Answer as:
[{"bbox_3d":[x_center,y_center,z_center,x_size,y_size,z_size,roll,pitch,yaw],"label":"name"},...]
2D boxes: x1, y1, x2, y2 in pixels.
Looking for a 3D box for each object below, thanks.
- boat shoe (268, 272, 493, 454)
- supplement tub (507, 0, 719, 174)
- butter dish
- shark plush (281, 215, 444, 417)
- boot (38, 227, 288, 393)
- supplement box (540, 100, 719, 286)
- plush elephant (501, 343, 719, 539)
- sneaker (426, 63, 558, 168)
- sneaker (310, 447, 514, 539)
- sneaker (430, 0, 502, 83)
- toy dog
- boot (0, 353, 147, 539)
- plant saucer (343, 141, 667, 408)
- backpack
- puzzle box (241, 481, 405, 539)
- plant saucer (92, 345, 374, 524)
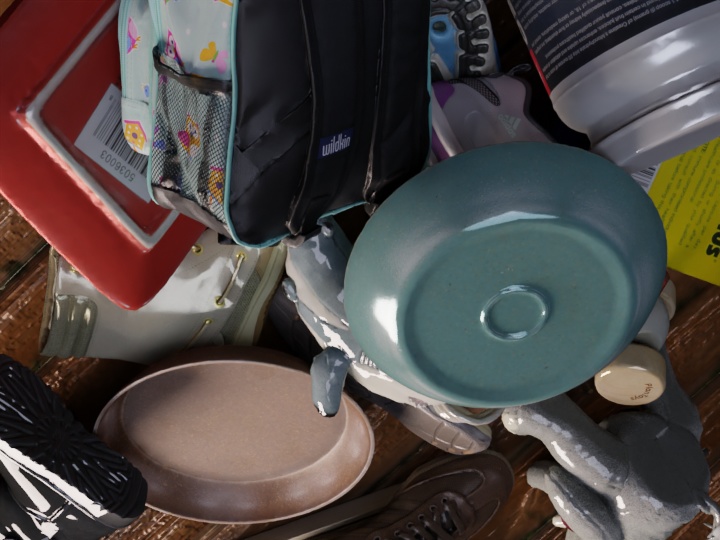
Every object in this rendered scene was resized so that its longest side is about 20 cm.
[{"bbox_3d":[0.020,0.056,1.138,0.199,0.076,0.072,36,68,-18],"label":"boat shoe"},{"bbox_3d":[0.160,-0.171,0.946,0.139,0.140,0.201,-23,84,0],"label":"supplement tub"},{"bbox_3d":[-0.173,-0.113,0.999,0.200,0.147,0.200,-55,133,-18],"label":"butter dish"},{"bbox_3d":[0.000,0.000,1.034,0.091,0.083,0.201,-25,97,-45],"label":"shark plush"},{"bbox_3d":[-0.132,-0.017,1.074,0.153,0.072,0.201,12,113,-18],"label":"boot"},{"bbox_3d":[0.229,-0.063,1.098,0.199,0.109,0.110,19,106,-15],"label":"supplement box"},{"bbox_3d":[0.188,0.167,1.170,0.200,0.164,0.155,50,139,11],"label":"plush elephant"},{"bbox_3d":[0.103,-0.033,1.001,0.139,0.078,0.202,-14,100,5],"label":"sneaker"},{"bbox_3d":[0.032,0.207,1.160,0.199,0.076,0.071,-32,112,4],"label":"sneaker"},{"bbox_3d":[0.069,-0.133,1.062,0.078,0.090,0.201,-4,133,7],"label":"sneaker"},{"bbox_3d":[0.134,0.022,1.079,0.198,0.133,0.097,-5,141,-13],"label":"toy dog"},{"bbox_3d":[-0.268,0.164,1.108,0.165,0.066,0.200,45,125,-9],"label":"boot"},{"bbox_3d":[0.090,0.016,0.938,0.198,0.036,0.201,-4,129,-5],"label":"plant saucer"},{"bbox_3d":[-0.046,-0.137,0.899,0.175,0.153,0.201,-20,130,-39],"label":"backpack"},{"bbox_3d":[-0.019,0.250,1.222,0.199,0.025,0.134,-20,112,-1],"label":"puzzle box"},{"bbox_3d":[-0.090,0.114,1.117,0.198,0.035,0.201,-2,139,-2],"label":"plant saucer"}]
